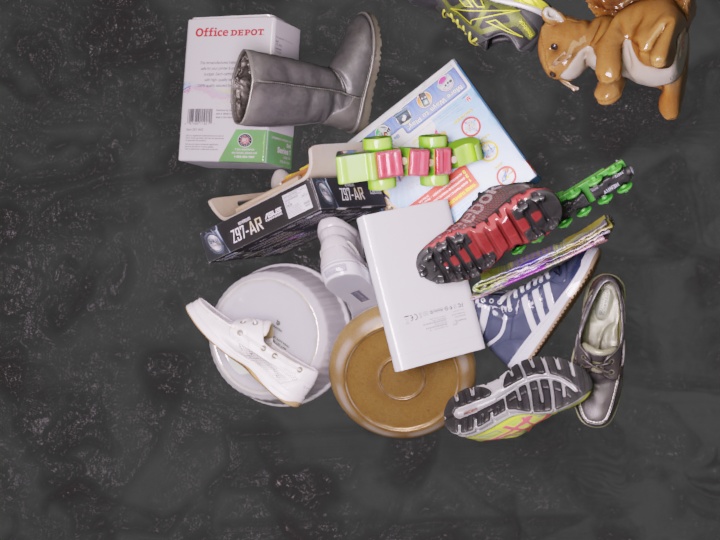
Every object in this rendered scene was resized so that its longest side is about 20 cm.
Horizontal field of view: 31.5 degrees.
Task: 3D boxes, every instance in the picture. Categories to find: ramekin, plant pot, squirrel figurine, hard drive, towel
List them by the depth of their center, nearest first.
[{"bbox_3d":[0.236,-0.020,1.639,0.199,0.144,0.023,-25,93,16],"label":"towel"},{"bbox_3d":[0.078,0.018,1.645,0.131,0.027,0.202,-12,86,-28],"label":"hard drive"},{"bbox_3d":[0.328,-0.312,1.647,0.185,0.141,0.202,10,76,26],"label":"squirrel figurine"},{"bbox_3d":[0.055,0.139,1.698,0.198,0.028,0.202,1,110,3],"label":"plant pot"},{"bbox_3d":[-0.116,0.089,1.756,0.200,0.094,0.205,-1,87,15],"label":"ramekin"}]

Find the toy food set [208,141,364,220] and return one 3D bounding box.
[{"bbox_3d":[-0.087,-0.124,1.697,0.199,0.143,0.061,-25,81,38],"label":"toy food set"}]

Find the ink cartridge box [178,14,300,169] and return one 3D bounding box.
[{"bbox_3d":[-0.168,-0.246,1.779,0.144,0.084,0.202,4,89,26],"label":"ink cartridge box"}]

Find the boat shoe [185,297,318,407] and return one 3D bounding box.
[{"bbox_3d":[-0.139,0.092,1.681,0.200,0.071,0.070,39,97,5],"label":"boat shoe"}]

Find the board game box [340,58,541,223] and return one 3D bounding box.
[{"bbox_3d":[0.108,-0.144,1.723,0.199,0.056,0.197,-36,79,11],"label":"board game box"}]

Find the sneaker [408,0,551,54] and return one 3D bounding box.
[{"bbox_3d":[0.152,-0.342,1.709,0.198,0.074,0.085,14,92,15],"label":"sneaker"}]

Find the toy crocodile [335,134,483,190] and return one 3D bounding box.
[{"bbox_3d":[0.062,-0.140,1.640,0.198,0.062,0.068,-6,100,-21],"label":"toy crocodile"}]

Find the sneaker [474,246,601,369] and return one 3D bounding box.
[{"bbox_3d":[0.223,0.028,1.670,0.108,0.070,0.201,37,108,14],"label":"sneaker"}]

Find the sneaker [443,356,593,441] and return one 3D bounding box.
[{"bbox_3d":[0.213,0.173,1.667,0.198,0.090,0.079,-18,56,21],"label":"sneaker"}]

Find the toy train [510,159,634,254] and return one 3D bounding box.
[{"bbox_3d":[0.268,-0.085,1.674,0.199,0.056,0.042,-31,108,14],"label":"toy train"}]

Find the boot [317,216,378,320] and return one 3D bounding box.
[{"bbox_3d":[0.000,0.000,1.690,0.073,0.200,0.096,-16,63,13],"label":"boot"}]

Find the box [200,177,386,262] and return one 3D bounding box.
[{"bbox_3d":[-0.088,-0.067,1.693,0.199,0.160,0.044,-24,82,33],"label":"box"}]

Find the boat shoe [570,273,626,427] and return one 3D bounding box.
[{"bbox_3d":[0.307,0.103,1.653,0.071,0.066,0.203,7,90,15],"label":"boat shoe"}]

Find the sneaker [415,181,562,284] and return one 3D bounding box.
[{"bbox_3d":[0.157,-0.052,1.631,0.199,0.098,0.071,-30,117,4],"label":"sneaker"}]

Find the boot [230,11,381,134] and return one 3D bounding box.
[{"bbox_3d":[-0.074,-0.272,1.711,0.198,0.072,0.184,6,88,-28],"label":"boot"}]
